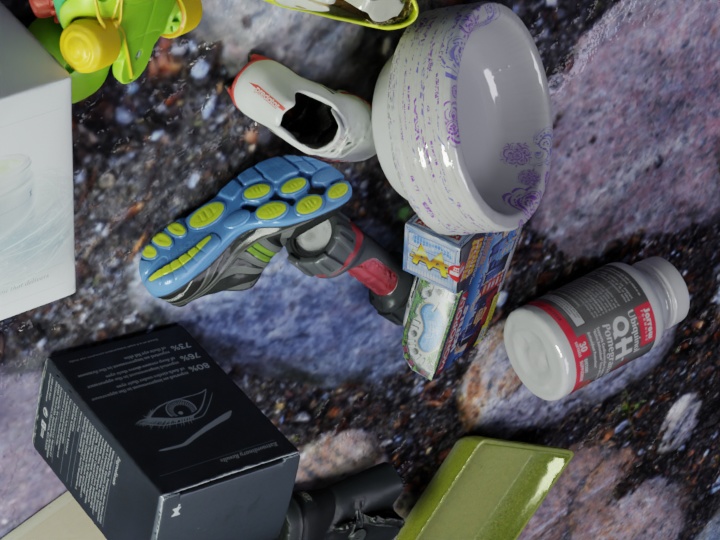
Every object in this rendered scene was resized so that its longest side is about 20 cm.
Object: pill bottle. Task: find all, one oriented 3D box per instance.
[{"bbox_3d":[0.267,0.057,1.933,0.199,0.111,0.111,-25,139,-27],"label":"pill bottle"}]

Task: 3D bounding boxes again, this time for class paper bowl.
[{"bbox_3d":[0.085,-0.132,1.537,0.200,0.104,0.202,10,78,-56],"label":"paper bowl"}]

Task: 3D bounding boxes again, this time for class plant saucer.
[{"bbox_3d":[0.135,0.272,2.057,0.199,0.048,0.201,13,114,-50],"label":"plant saucer"}]

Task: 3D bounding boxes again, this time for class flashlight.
[{"bbox_3d":[0.000,0.000,1.653,0.067,0.068,0.200,-34,146,12],"label":"flashlight"}]

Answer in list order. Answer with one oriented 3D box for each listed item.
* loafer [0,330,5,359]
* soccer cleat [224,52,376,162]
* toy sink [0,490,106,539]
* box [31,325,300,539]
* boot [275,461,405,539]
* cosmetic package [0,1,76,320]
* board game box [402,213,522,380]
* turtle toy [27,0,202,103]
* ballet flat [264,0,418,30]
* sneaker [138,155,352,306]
[{"bbox_3d":[-0.337,0.135,1.447,0.063,0.072,0.201,-11,128,-44],"label":"loafer"},{"bbox_3d":[-0.033,-0.125,1.487,0.069,0.085,0.200,-53,143,10],"label":"soccer cleat"},{"bbox_3d":[-0.225,0.273,1.648,0.199,0.112,0.131,-35,143,-15],"label":"toy sink"},{"bbox_3d":[-0.172,0.156,1.515,0.147,0.200,0.105,-13,132,-37],"label":"box"},{"bbox_3d":[-0.035,0.310,1.900,0.167,0.076,0.201,-9,124,-34],"label":"boot"},{"bbox_3d":[-0.317,-0.059,1.239,0.198,0.123,0.201,-22,136,-30],"label":"cosmetic package"},{"bbox_3d":[0.089,-0.007,1.656,0.200,0.061,0.201,-28,138,-63],"label":"board game box"},{"bbox_3d":[-0.185,-0.203,1.248,0.146,0.101,0.201,-35,152,-55],"label":"turtle toy"},{"bbox_3d":[-0.025,-0.233,1.408,0.199,0.067,0.067,7,120,-47],"label":"ballet flat"},{"bbox_3d":[-0.100,-0.033,1.520,0.199,0.071,0.083,-31,153,-1],"label":"sneaker"}]
